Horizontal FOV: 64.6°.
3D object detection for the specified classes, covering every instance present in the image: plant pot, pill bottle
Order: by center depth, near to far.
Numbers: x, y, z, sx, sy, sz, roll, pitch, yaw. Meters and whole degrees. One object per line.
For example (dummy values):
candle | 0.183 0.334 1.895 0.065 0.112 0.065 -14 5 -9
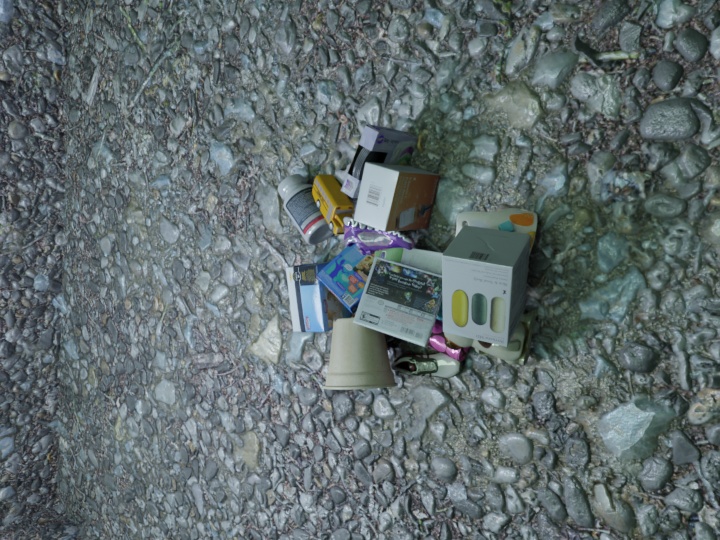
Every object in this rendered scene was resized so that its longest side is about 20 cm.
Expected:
plant pot | -0.002 0.219 1.524 0.200 0.200 0.184 -8 79 38
pill bottle | -0.161 -0.189 1.712 0.120 0.120 0.200 -47 69 33

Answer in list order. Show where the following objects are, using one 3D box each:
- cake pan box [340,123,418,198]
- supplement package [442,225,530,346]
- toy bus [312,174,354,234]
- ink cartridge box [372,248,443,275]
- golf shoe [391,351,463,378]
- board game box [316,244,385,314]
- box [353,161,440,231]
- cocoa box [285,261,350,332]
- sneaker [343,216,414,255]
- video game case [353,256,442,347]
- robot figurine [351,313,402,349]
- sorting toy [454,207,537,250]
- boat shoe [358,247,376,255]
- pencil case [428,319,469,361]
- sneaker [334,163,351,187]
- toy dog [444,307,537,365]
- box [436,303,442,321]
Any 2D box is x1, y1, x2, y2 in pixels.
cake pan box | 0.049 -0.279 1.484 0.052 0.200 0.184 34 113 29
supplement package | 0.274 0.030 1.247 0.152 0.151 0.200 11 125 26
toy bus | -0.072 -0.185 1.607 0.200 0.065 0.078 59 142 41
ink cartridge box | 0.135 -0.005 1.507 0.200 0.059 0.104 11 86 25
golf shoe | 0.179 0.259 1.531 0.200 0.088 0.077 -8 90 37
board game box | 0.000 0.000 1.589 0.200 0.045 0.152 -42 64 -8
box | 0.096 -0.189 1.459 0.106 0.200 0.152 23 110 34
cocoa box | -0.124 0.077 1.711 0.131 0.133 0.200 -4 94 38
sneaker | 0.041 -0.077 1.488 0.200 0.080 0.089 16 92 15
video game case | 0.101 0.076 1.433 0.200 0.023 0.182 17 84 21
robot figurine | 0.040 0.164 1.632 0.200 0.058 0.145 -24 99 38
sorting toy | 0.300 -0.056 1.338 0.180 0.107 0.200 16 108 5
boat shoe | 0.021 -0.140 1.574 0.071 0.064 0.200 128 142 -58
pencil case | 0.201 0.158 1.504 0.200 0.094 0.091 27 152 31
sneaker | 0.004 -0.281 1.603 0.078 0.112 0.200 57 162 -11
toy dog | 0.298 0.155 1.361 0.200 0.194 0.140 12 113 27
box | 0.249 0.032 1.446 0.049 0.082 0.200 23 110 34
